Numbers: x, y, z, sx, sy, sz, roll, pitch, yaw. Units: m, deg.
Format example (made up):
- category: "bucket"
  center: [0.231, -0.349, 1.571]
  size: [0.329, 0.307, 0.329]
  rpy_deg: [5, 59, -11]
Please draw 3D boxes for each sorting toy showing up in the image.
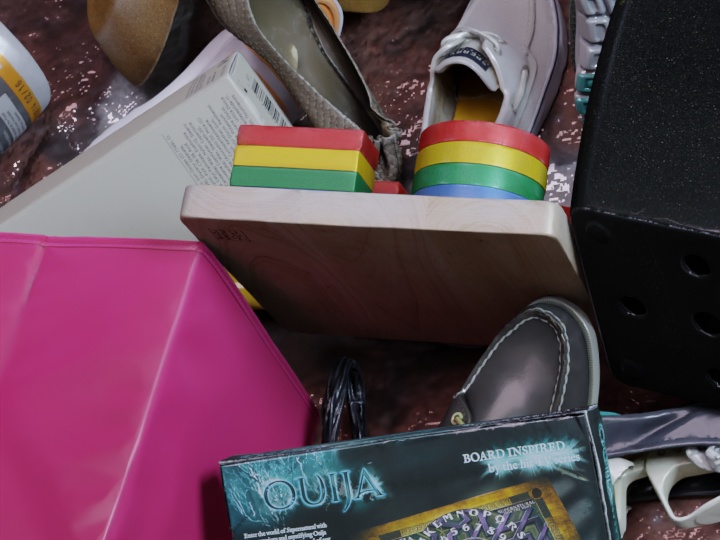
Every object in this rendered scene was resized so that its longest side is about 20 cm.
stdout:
- category: "sorting toy"
  center: [0.031, -0.022, 1.342]
  size: [0.198, 0.200, 0.070]
  rpy_deg: [3, 72, 17]

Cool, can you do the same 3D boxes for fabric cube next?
- category: "fabric cube"
  center: [-0.162, 0.114, 1.364]
  size: [0.200, 0.196, 0.200]
  rpy_deg: [3, 60, 23]

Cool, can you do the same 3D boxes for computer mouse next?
- category: "computer mouse"
  center: [-0.031, 0.138, 1.382]
  size: [0.034, 0.059, 0.200]
  rpy_deg: [-4, 54, 27]

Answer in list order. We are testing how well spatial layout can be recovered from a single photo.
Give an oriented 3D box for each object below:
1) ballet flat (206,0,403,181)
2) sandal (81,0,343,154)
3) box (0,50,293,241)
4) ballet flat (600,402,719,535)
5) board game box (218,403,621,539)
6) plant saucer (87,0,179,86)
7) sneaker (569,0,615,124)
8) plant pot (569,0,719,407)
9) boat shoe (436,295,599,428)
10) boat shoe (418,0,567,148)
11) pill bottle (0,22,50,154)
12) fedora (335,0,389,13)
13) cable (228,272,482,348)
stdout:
- category: "ballet flat"
  center: [-0.033, -0.134, 1.496]
  size: [0.067, 0.200, 0.046]
  rpy_deg: [-38, 10, -36]
- category: "sandal"
  center: [-0.085, -0.091, 1.555]
  size: [0.207, 0.079, 0.059]
  rpy_deg: [-39, 52, 4]
- category: "box"
  center: [-0.134, -0.042, 1.501]
  size: [0.200, 0.082, 0.068]
  rpy_deg: [-31, 15, 12]
- category: "ballet flat"
  center: [0.151, 0.106, 1.322]
  size: [0.200, 0.073, 0.073]
  rpy_deg: [-8, 54, 14]
- category: "board game box"
  center: [0.034, 0.148, 1.265]
  size: [0.200, 0.028, 0.136]
  rpy_deg: [-9, 91, 18]
- category: "plant saucer"
  center: [-0.142, -0.219, 1.595]
  size: [0.035, 0.200, 0.201]
  rpy_deg: [10, 53, -17]
- category: "sneaker"
  center: [0.149, -0.179, 1.449]
  size: [0.077, 0.200, 0.091]
  rpy_deg: [0, 40, -5]
- category: "plant pot"
  center: [0.214, -0.035, 1.287]
  size: [0.199, 0.200, 0.178]
  rpy_deg: [13, 51, 29]
- category: "boat shoe"
  center: [0.065, 0.109, 1.299]
  size: [0.072, 0.061, 0.202]
  rpy_deg: [27, 103, 28]
- category: "boat shoe"
  center: [0.073, -0.113, 1.503]
  size: [0.071, 0.070, 0.200]
  rpy_deg: [4, 59, 25]
- category: "pill bottle"
  center: [-0.305, -0.083, 1.609]
  size: [0.116, 0.116, 0.200]
  rpy_deg: [33, 73, 36]
- category: "fedora"
  center: [-0.018, -0.223, 1.589]
  size: [0.200, 0.082, 0.201]
  rpy_deg: [10, 32, -6]
- category: "cable"
  center: [0.000, 0.000, 1.488]
  size: [0.200, 0.050, 0.097]
  rpy_deg: [15, 48, 16]
